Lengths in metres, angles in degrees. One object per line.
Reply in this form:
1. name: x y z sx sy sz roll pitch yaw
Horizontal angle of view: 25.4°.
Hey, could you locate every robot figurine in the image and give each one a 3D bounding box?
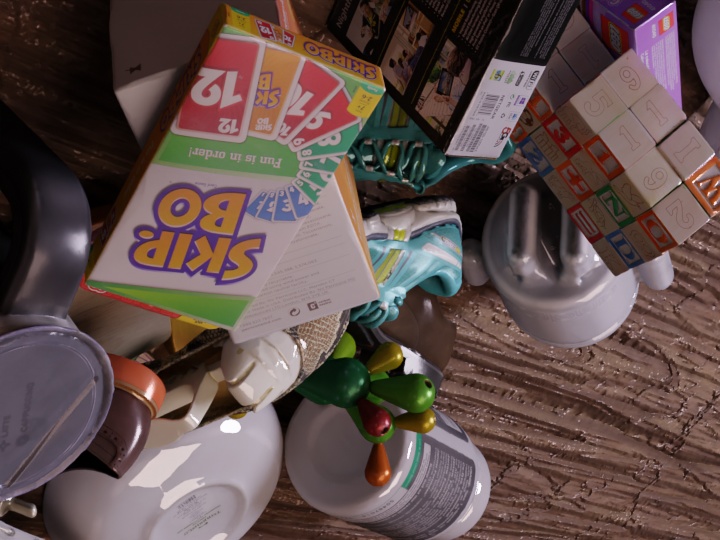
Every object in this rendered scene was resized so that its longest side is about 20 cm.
1. robot figurine: 0.157 -0.006 1.245 0.200 0.168 0.114 50 46 -67

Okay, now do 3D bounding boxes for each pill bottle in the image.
1. pill bottle: 0.029 0.160 1.310 0.113 0.113 0.200 -45 149 6

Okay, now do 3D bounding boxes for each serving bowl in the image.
1. serving bowl: -0.138 0.170 1.220 0.199 0.066 0.201 -23 139 -22

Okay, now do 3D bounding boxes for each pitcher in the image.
1. pitcher: 0.332 -0.184 1.250 0.172 0.121 0.200 -54 157 -17

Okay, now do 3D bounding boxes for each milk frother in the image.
1. milk frother: -0.256 0.006 0.846 0.199 0.188 0.182 -12 131 -35

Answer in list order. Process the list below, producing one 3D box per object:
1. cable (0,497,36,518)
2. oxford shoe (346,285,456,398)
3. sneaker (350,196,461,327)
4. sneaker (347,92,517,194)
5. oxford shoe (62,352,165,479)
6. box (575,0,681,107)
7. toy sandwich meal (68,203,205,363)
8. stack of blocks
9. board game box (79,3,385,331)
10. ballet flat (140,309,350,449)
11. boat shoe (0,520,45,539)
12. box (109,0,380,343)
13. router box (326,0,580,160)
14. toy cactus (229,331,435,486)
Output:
1. cable: -0.280 0.103 0.916 0.097 0.198 0.051 -56 160 -39
2. oxford shoe: 0.009 0.019 1.209 0.200 0.072 0.085 41 71 -49
3. sneaker: 0.000 0.000 1.089 0.199 0.077 0.080 -14 95 -40
4. sneaker: 0.020 -0.090 1.084 0.199 0.080 0.078 -15 135 -29
5. oxford shoe: -0.220 0.087 0.972 0.071 0.198 0.073 62 36 -49
6. box: 0.165 -0.139 1.113 0.039 0.137 0.201 -35 142 -14
7. toy sandwich meal: -0.173 0.042 1.056 0.204 0.070 0.206 -24 140 -22
8. stack of blocks: 0.148 -0.102 1.050 0.058 0.201 0.115 -37 179 -15
9. board game box: -0.075 -0.044 0.867 0.095 0.030 0.201 19 127 -23
10. ballet flat: -0.094 0.073 1.003 0.199 0.075 0.068 -27 109 17
11. boat shoe: -0.274 0.193 1.121 0.200 0.086 0.075 21 122 -18
12. box: -0.067 -0.078 0.938 0.097 0.125 0.201 -17 132 5
13. router box: 0.070 -0.192 0.968 0.051 0.149 0.201 1 127 -40
14. toy cactus: -0.047 0.082 1.112 0.164 0.199 0.103 13 93 -43
